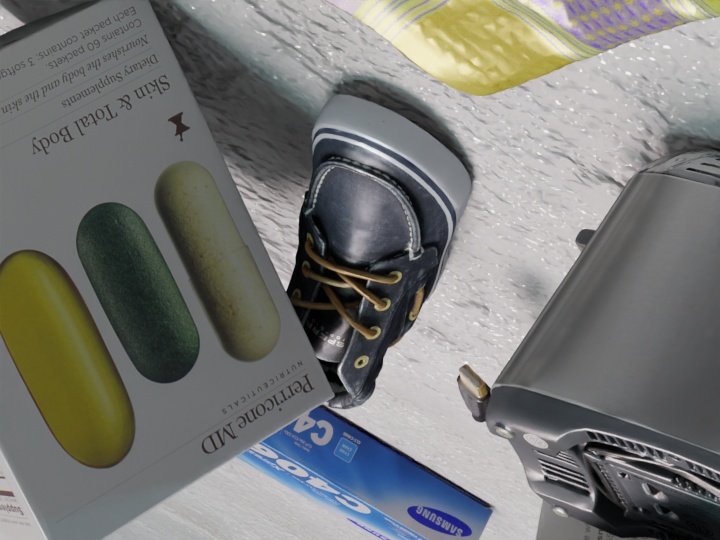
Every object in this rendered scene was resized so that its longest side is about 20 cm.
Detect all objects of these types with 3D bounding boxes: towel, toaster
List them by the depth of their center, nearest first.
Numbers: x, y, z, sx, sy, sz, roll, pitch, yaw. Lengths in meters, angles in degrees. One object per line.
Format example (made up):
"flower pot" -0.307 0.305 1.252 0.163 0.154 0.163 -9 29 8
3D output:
"towel" 0.033 -0.111 0.698 0.144 0.023 0.200 35 162 -19
"toaster" 0.153 0.042 0.771 0.200 0.129 0.114 19 162 31

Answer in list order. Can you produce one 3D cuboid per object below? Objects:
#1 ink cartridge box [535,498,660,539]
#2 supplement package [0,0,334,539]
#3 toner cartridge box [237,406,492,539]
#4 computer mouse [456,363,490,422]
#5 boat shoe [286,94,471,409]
"ink cartridge box" 0.190 0.110 0.887 0.200 0.085 0.146 5 167 29
"supplement package" -0.142 0.002 0.953 0.151 0.152 0.200 -3 114 61
"toner cartridge box" -0.016 0.135 1.472 0.200 0.043 0.095 31 164 -10
"computer mouse" 0.113 0.046 0.971 0.140 0.046 0.200 9 168 7
"boat shoe" 0.000 0.000 0.959 0.071 0.091 0.200 24 163 12
